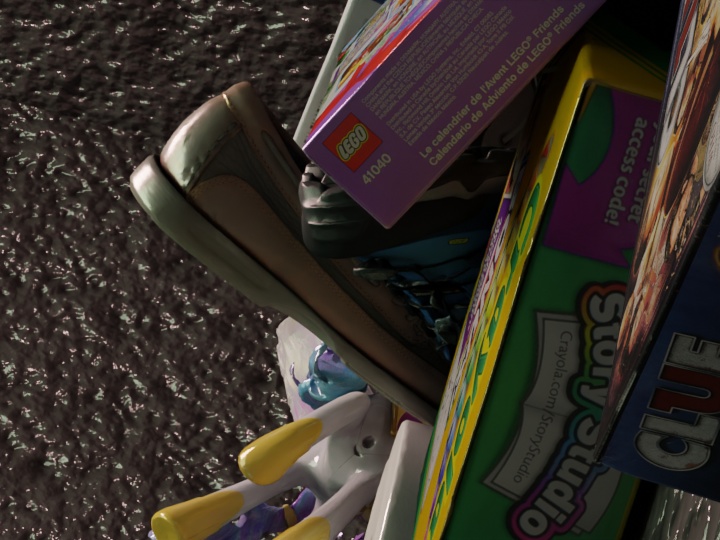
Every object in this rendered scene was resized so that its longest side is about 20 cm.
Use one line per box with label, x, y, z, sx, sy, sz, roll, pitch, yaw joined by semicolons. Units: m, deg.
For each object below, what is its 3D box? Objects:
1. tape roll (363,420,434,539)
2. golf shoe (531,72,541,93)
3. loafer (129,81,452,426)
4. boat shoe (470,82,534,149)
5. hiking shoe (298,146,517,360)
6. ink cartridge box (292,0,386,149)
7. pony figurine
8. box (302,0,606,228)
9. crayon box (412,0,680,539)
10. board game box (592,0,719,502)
tape roll;0.024;0.162;1.001;0.202;0.071;0.203;14;-90;-90
golf shoe;0.103;-0.135;0.987;0.092;0.072;0.200;-81;-5;-49
loafer;0.000;0.000;1.008;0.063;0.200;0.072;-48;36;8
boat shoe;0.066;-0.061;1.104;0.200;0.062;0.071;-63;-4;-18
hiking shoe;0.047;-0.001;0.959;0.200;0.074;0.087;1;-90;-56
ink cartridge box;0.036;-0.126;1.090;0.200;0.041;0.200;-67;-8;29
pony figurine;-0.002;0.092;1.186;0.200;0.167;0.193;-33;-7;-32
box;0.066;-0.112;0.806;0.200;0.039;0.137;-46;8;16
crayon box;0.065;0.018;0.823;0.173;0.058;0.201;-73;-1;-72
board game box;0.100;-0.066;0.603;0.136;0.034;0.200;104;-179;-54
